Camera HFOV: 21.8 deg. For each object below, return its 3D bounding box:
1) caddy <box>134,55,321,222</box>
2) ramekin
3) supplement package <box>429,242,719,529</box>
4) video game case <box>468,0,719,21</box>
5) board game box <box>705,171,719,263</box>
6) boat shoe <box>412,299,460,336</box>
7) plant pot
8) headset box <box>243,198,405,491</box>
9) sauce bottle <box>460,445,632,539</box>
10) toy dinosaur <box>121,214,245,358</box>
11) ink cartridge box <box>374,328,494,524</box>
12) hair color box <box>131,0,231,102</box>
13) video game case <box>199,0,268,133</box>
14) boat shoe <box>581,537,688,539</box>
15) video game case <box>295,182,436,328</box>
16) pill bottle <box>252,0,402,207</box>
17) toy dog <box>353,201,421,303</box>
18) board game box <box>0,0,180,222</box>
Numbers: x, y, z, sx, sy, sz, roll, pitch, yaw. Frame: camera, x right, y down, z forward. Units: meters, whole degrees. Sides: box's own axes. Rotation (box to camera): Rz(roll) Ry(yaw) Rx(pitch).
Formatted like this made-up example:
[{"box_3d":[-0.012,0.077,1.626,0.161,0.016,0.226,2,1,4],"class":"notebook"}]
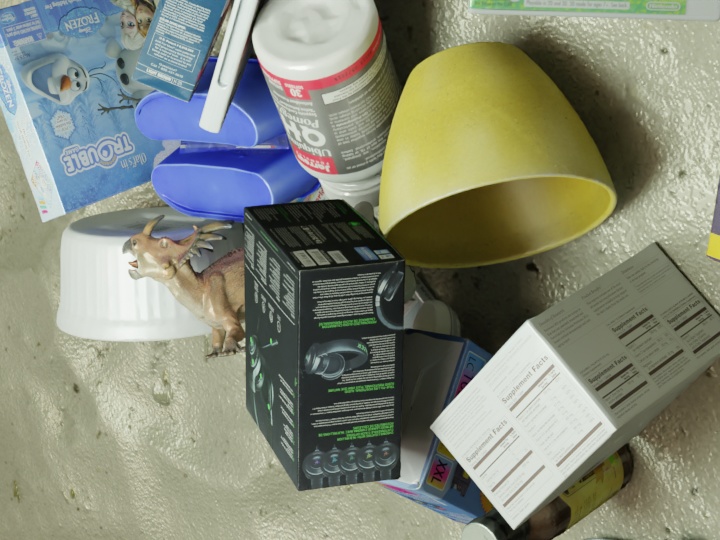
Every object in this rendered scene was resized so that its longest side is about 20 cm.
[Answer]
[{"box_3d":[-0.117,-0.128,1.770,0.198,0.105,0.143,8,120,38],"class":"caddy"},{"box_3d":[-0.202,-0.001,1.841,0.199,0.199,0.099,8,105,39],"class":"ramekin"},{"box_3d":[0.183,0.092,1.530,0.111,0.199,0.156,50,132,12],"class":"supplement package"},{"box_3d":[0.183,-0.282,1.419,0.197,0.022,0.184,2,114,2],"class":"video game case"},{"box_3d":[0.369,-0.058,1.404,0.199,0.057,0.167,24,124,32],"class":"board game box"},{"box_3d":[0.082,0.117,1.726,0.072,0.068,0.202,-125,33,-62],"class":"boat shoe"},{"box_3d":[0.102,-0.104,1.550,0.199,0.199,0.144,-28,65,44],"class":"plant pot"},{"box_3d":[-0.032,0.064,1.533,0.174,0.092,0.202,-135,43,-65],"class":"headset box"},{"box_3d":[0.159,0.196,1.597,0.064,0.199,0.065,15,116,34],"class":"sauce bottle"},{"box_3d":[-0.114,0.009,1.744,0.085,0.199,0.137,-10,88,45],"class":"toy dinosaur"},{"box_3d":[0.097,0.147,1.640,0.076,0.200,0.138,12,77,37],"class":"ink cartridge box"},{"box_3d":[-0.138,-0.260,1.658,0.060,0.100,0.201,21,129,-6],"class":"hair color box"},{"box_3d":[-0.093,-0.246,1.648,0.023,0.201,0.183,18,125,-3],"class":"video game case"},{"box_3d":[0.265,0.270,1.624,0.199,0.070,0.072,1,112,44],"class":"boat shoe"},{"box_3d":[-0.006,0.019,1.795,0.201,0.018,0.143,52,134,11],"class":"video game case"},{"box_3d":[-0.018,-0.148,1.630,0.110,0.111,0.201,24,152,32],"class":"pill bottle"},{"box_3d":[0.000,0.000,1.683,0.199,0.096,0.133,26,141,42],"class":"toy dog"},{"box_3d":[-0.259,-0.172,1.810,0.043,0.199,0.201,-13,100,43],"class":"board game box"}]
